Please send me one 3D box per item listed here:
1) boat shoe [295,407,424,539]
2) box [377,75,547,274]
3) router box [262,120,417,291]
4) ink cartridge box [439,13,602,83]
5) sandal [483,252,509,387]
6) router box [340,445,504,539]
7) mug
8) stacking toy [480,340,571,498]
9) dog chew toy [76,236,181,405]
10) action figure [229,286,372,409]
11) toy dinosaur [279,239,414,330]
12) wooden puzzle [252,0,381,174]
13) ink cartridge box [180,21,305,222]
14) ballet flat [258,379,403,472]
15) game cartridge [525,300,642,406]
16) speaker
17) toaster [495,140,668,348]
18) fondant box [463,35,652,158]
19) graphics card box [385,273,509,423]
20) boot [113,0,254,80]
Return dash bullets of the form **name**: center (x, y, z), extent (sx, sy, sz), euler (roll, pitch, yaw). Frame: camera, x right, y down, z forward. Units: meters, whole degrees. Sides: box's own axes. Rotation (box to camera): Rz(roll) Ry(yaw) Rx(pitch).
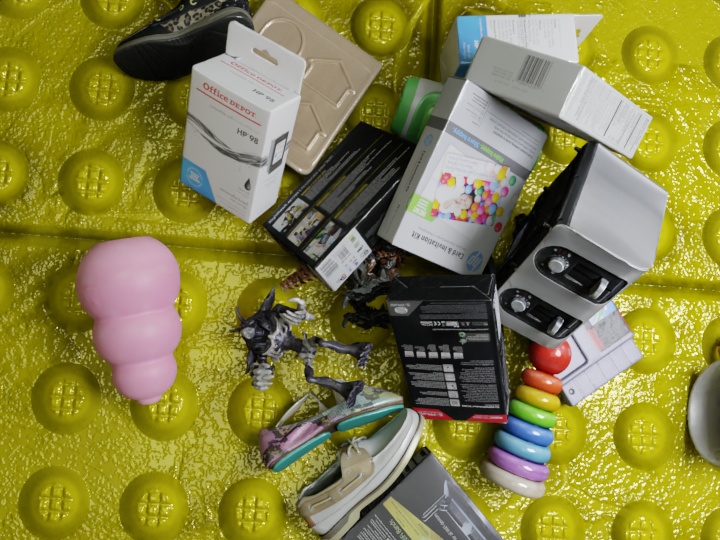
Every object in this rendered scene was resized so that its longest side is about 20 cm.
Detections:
- **boat shoe**: center (-0.001, 0.247, 0.790), extent (0.068, 0.075, 0.201), euler (40, 90, -5)
- **box**: center (0.125, -0.105, 0.763), extent (0.154, 0.041, 0.203), euler (20, 99, -35)
- **router box**: center (-0.015, -0.089, 0.801), extent (0.200, 0.149, 0.051), euler (-46, 133, -7)
- **ink cartridge box**: center (0.215, -0.286, 0.850), extent (0.195, 0.116, 0.068), euler (-3, 83, -4)
- **sandal**: center (0.162, 0.061, 0.833), extent (0.044, 0.075, 0.205), euler (-6, 87, 4)
- **router box**: center (0.094, 0.358, 0.804), extent (0.157, 0.052, 0.201), euler (-40, 88, -7)
- **mug**: center (0.561, 0.180, 0.822), extent (0.196, 0.133, 0.181), euler (11, 85, -6)
- **stacking toy**: center (0.224, 0.179, 0.808), extent (0.084, 0.085, 0.204), euler (19, 88, -2)
- **dog chew toy**: center (-0.277, 0.063, 0.779), extent (0.122, 0.125, 0.204), euler (-10, 93, -5)
- **action figure**: center (-0.087, 0.092, 0.780), extent (0.196, 0.102, 0.121), euler (18, 86, 14)
- **toy dinosaur**: center (0.000, 0.000, 0.825), extent (0.197, 0.102, 0.137), euler (-26, 55, 11)
- **wooden puzzle**: center (-0.096, -0.254, 0.862), extent (0.184, 0.046, 0.202), euler (34, 78, -1)
- **ink cartridge box**: center (-0.146, -0.176, 0.761), extent (0.115, 0.202, 0.067), euler (30, 40, 12)
- **ballet flat**: center (-0.042, 0.186, 0.812), extent (0.197, 0.069, 0.072), euler (-25, 67, -6)
- **game cartridge**: center (0.284, 0.064, 0.861), extent (0.128, 0.038, 0.202), euler (-32, 87, -3)
- **speaker**: center (0.144, -0.191, 0.850), extent (0.196, 0.088, 0.090), euler (20, 83, -2)
- **toaster**: center (0.248, -0.031, 0.741), extent (0.118, 0.182, 0.201), euler (32, 51, 2)
- **fondant box**: center (0.237, -0.203, 0.748), extent (0.144, 0.198, 0.059), euler (37, 109, 40)
- **graphics card box**: center (0.110, 0.098, 0.759), extent (0.123, 0.051, 0.203), euler (-2, 128, 21)
- **boot**: center (-0.236, -0.351, 0.851), extent (0.200, 0.074, 0.157), euler (-12, 65, 15)
